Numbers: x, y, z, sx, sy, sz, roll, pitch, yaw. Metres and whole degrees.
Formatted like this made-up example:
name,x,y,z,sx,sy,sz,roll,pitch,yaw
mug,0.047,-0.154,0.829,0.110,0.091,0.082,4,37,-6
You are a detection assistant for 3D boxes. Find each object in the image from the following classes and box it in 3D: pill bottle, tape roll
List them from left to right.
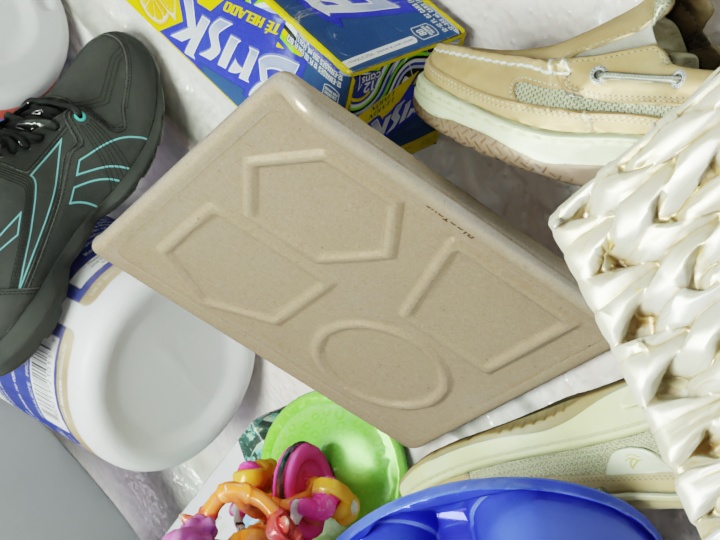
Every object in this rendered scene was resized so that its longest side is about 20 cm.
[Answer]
name,x,y,z,sx,sy,sz,roll,pitch,yaw
pill bottle,-0.250,-0.096,0.999,0.113,0.112,0.200,60,143,10
tape roll,-0.199,0.155,1.038,0.200,0.066,0.201,41,157,22
pill bottle,-0.158,0.024,0.940,0.199,0.115,0.117,22,124,44

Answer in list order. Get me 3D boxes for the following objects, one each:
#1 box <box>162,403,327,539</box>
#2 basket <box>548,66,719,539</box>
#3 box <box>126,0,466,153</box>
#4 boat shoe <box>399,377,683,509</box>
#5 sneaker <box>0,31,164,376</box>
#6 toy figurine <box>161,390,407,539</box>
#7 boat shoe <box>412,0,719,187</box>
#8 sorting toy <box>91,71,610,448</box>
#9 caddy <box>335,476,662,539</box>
name,x,y,z,sx,sy,sz,roll,pitch,yaw
box,-0.022,0.190,0.919,0.201,0.036,0.145,55,141,15
basket,0.169,-0.017,0.463,0.200,0.135,0.124,-40,68,28
box,-0.047,-0.126,0.766,0.200,0.070,0.065,44,140,29
boat shoe,0.091,0.083,0.701,0.200,0.073,0.064,-27,82,46
sneaker,-0.161,-0.047,0.857,0.075,0.202,0.079,0,146,37
toy figurine,-0.048,0.159,0.777,0.148,0.184,0.203,-3,89,26
boat shoe,0.107,-0.067,0.620,0.198,0.071,0.077,19,110,34
sorting toy,0.000,0.000,0.734,0.184,0.037,0.200,33,149,-18
caddy,0.064,0.157,0.685,0.140,0.106,0.201,-17,136,17
